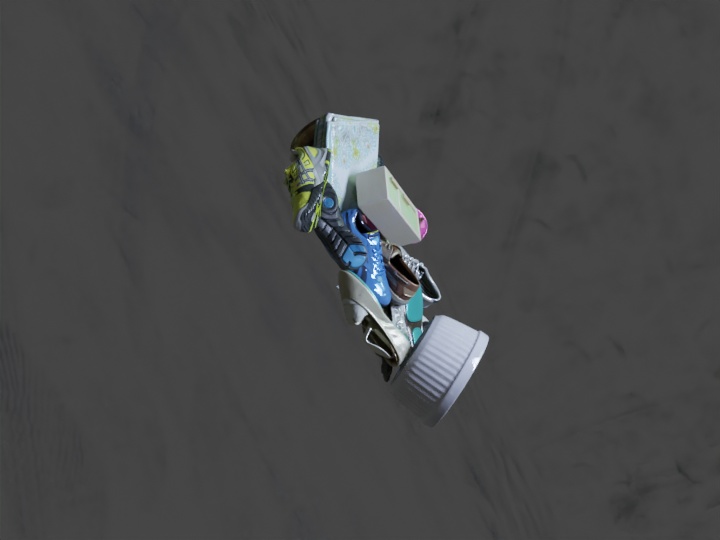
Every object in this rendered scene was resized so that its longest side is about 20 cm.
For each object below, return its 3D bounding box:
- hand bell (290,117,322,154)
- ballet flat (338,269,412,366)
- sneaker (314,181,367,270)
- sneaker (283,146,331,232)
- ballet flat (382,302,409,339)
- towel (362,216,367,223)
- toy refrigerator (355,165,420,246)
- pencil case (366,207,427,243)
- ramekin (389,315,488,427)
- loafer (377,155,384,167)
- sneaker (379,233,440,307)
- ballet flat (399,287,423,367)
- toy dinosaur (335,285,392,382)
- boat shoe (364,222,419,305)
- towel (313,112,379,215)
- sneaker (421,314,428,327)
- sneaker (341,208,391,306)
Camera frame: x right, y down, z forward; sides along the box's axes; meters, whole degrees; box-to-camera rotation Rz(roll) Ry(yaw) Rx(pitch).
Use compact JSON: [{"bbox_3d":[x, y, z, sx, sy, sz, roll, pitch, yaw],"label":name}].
[{"bbox_3d":[-0.042,-0.208,1.617,0.200,0.104,0.104,47,19,-35],"label":"hand bell"},{"bbox_3d":[0.016,0.089,1.375,0.200,0.069,0.069,49,14,-13],"label":"ballet flat"},{"bbox_3d":[-0.063,-0.084,1.457,0.200,0.073,0.082,62,-17,2],"label":"sneaker"},{"bbox_3d":[-0.101,-0.141,1.375,0.200,0.076,0.075,-81,-179,-45],"label":"sneaker"},{"bbox_3d":[0.052,0.093,1.582,0.072,0.072,0.200,56,12,-39],"label":"ballet flat"},{"bbox_3d":[-0.017,-0.136,1.721,0.145,0.022,0.200,56,14,-47],"label":"towel"},{"bbox_3d":[0.061,-0.125,1.581,0.200,0.070,0.076,44,37,-57],"label":"toy refrigerator"},{"bbox_3d":[0.069,-0.109,1.805,0.200,0.091,0.094,7,-61,60],"label":"pencil case"},{"bbox_3d":[0.138,0.177,1.444,0.105,0.200,0.200,32,10,4],"label":"ramekin"},{"bbox_3d":[0.023,-0.174,1.716,0.200,0.073,0.072,78,1,-71],"label":"loafer"},{"bbox_3d":[0.104,-0.006,1.692,0.200,0.071,0.073,48,54,-17],"label":"sneaker"},{"bbox_3d":[0.096,0.113,1.643,0.074,0.074,0.200,28,57,-73],"label":"ballet flat"},{"bbox_3d":[0.022,0.104,1.452,0.200,0.047,0.088,61,17,-3],"label":"toy dinosaur"},{"bbox_3d":[0.052,-0.027,1.581,0.200,0.072,0.076,54,33,9],"label":"boat shoe"},{"bbox_3d":[-0.026,-0.205,1.548,0.171,0.048,0.200,-9,107,-52],"label":"towel"},{"bbox_3d":[0.086,0.097,1.768,0.090,0.078,0.200,48,1,20],"label":"sneaker"},{"bbox_3d":[0.015,-0.026,1.518,0.200,0.078,0.066,61,28,-1],"label":"sneaker"}]
